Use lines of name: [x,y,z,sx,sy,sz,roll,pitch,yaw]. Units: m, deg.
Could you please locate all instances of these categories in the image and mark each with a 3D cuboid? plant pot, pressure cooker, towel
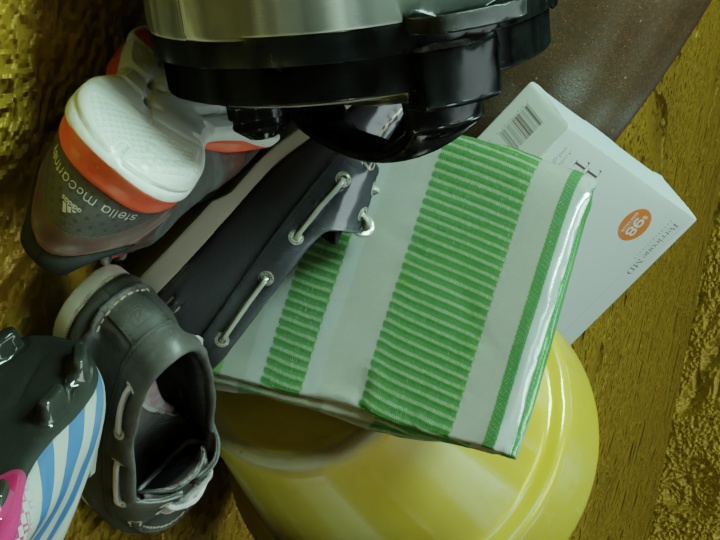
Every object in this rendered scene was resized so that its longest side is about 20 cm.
plant pot: [0.100,-0.124,1.234,0.201,0.186,0.187,-67,166,17]
plant pot: [0.005,0.068,1.017,0.189,0.200,0.202,46,58,-59]
pressure cooker: [-0.010,-0.143,0.790,0.176,0.178,0.201,-51,135,-68]
towel: [0.000,0.000,0.922,0.023,0.199,0.153,51,55,-63]

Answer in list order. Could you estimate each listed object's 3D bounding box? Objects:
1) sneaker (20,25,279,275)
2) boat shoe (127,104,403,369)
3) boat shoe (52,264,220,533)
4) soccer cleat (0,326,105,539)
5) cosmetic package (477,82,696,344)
sneaker: [-0.099,-0.048,0.837,0.082,0.077,0.200,-49,177,18]
boat shoe: [-0.024,-0.035,0.909,0.200,0.063,0.073,-43,-169,-7]
boat shoe: [-0.094,0.076,0.884,0.067,0.057,0.200,-43,153,-23]
soccer cleat: [-0.150,0.107,0.745,0.200,0.070,0.087,-57,154,-49]
cosmetic package: [0.089,-0.002,1.195,0.200,0.052,0.151,-47,139,15]
